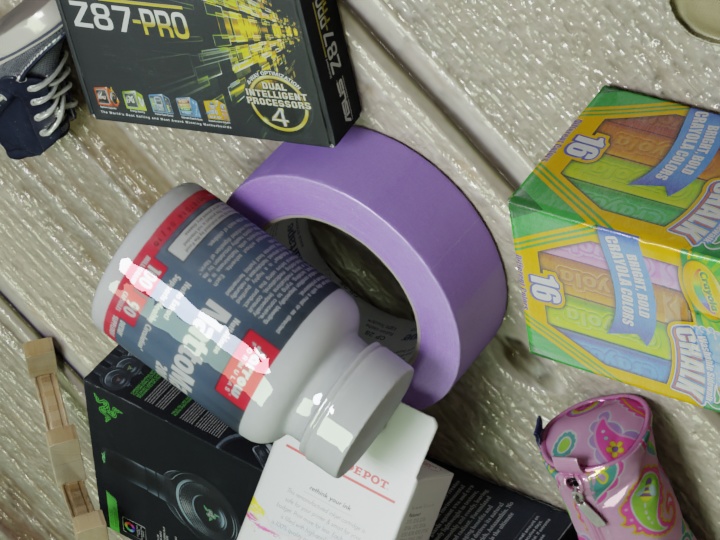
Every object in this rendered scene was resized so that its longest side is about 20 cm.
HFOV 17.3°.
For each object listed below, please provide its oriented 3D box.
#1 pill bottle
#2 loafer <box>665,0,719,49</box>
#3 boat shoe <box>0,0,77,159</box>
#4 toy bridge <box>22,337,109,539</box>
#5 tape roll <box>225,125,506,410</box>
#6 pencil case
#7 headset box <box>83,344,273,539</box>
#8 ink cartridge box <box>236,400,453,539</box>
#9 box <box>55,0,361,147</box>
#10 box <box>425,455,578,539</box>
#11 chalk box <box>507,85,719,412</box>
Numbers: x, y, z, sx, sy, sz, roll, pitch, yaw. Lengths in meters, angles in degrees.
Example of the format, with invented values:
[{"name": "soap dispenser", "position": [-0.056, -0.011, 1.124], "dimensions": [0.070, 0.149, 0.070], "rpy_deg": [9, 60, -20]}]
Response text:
[{"name": "pill bottle", "position": [-0.069, 0.044, 1.574], "dimensions": [0.199, 0.120, 0.120], "rpy_deg": [35, 143, 10]}, {"name": "loafer", "position": [0.239, -0.148, 1.250], "dimensions": [0.199, 0.067, 0.076], "rpy_deg": [0, 126, 42]}, {"name": "boat shoe", "position": [-0.229, -0.142, 1.694], "dimensions": [0.093, 0.075, 0.200], "rpy_deg": [48, 153, -14]}, {"name": "toy bridge", "position": [-0.239, 0.153, 1.924], "dimensions": [0.067, 0.027, 0.201], "rpy_deg": [90, 162, -53]}, {"name": "tape roll", "position": [0.000, 0.000, 1.620], "dimensions": [0.199, 0.066, 0.201], "rpy_deg": [25, 139, 24]}, {"name": "pencil case", "position": [0.184, 0.181, 1.610], "dimensions": [0.087, 0.088, 0.201], "rpy_deg": [5, 130, 40]}, {"name": "headset box", "position": [-0.118, 0.150, 1.852], "dimensions": [0.199, 0.093, 0.175], "rpy_deg": [25, 139, 24]}, {"name": "ink cartridge box", "position": [-0.013, 0.173, 1.652], "dimensions": [0.115, 0.068, 0.201], "rpy_deg": [26, 100, 25]}, {"name": "box", "position": [-0.107, -0.167, 1.555], "dimensions": [0.198, 0.049, 0.162], "rpy_deg": [10, 130, 28]}, {"name": "box", "position": [0.053, 0.253, 1.771], "dimensions": [0.197, 0.123, 0.201], "rpy_deg": [21, 137, 28]}, {"name": "chalk box", "position": [0.204, -0.006, 1.376], "dimensions": [0.199, 0.125, 0.125], "rpy_deg": [16, 136, 30]}]
